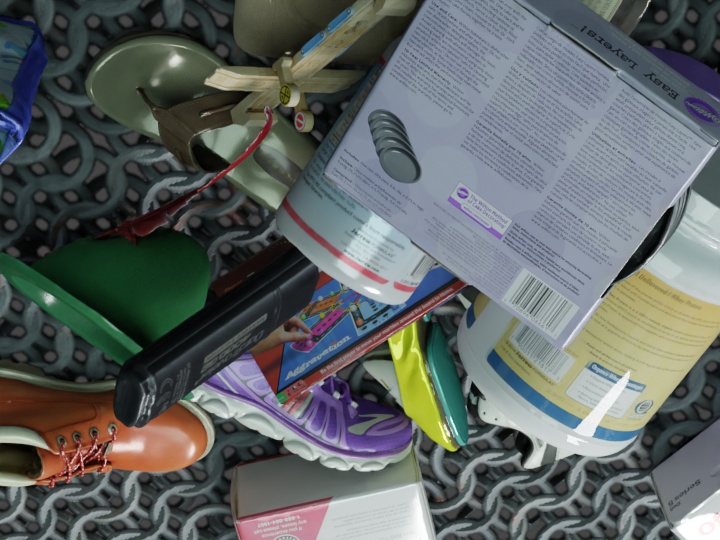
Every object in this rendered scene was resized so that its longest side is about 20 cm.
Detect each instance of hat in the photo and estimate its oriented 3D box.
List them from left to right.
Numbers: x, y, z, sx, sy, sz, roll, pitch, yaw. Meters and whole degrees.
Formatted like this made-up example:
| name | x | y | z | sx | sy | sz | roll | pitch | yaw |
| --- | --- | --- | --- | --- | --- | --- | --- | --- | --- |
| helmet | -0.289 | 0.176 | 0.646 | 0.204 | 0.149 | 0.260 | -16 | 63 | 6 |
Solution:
| name | x | y | z | sx | sy | sz | roll | pitch | yaw |
| --- | --- | --- | --- | --- | --- | --- | --- | --- | --- |
| hat | -0.132 | -0.023 | 1.337 | 0.176 | 0.200 | 0.166 | -55 | 135 | -11 |

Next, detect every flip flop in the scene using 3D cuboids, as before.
| name | x | y | z | sx | sy | sz | roll | pitch | yaw |
| --- | --- | --- | --- | --- | --- | --- | --- | --- | --- |
| flip flop | -0.099 | -0.095 | 1.322 | 0.200 | 0.058 | 0.081 | 35 | 109 | -21 |

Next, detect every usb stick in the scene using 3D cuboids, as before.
| name | x | y | z | sx | sy | sz | roll | pitch | yaw |
| --- | --- | --- | --- | --- | --- | --- | --- | --- | --- |
| usb stick | -0.093 | 0.042 | 1.266 | 0.033 | 0.200 | 0.055 | 33 | 129 | 18 |

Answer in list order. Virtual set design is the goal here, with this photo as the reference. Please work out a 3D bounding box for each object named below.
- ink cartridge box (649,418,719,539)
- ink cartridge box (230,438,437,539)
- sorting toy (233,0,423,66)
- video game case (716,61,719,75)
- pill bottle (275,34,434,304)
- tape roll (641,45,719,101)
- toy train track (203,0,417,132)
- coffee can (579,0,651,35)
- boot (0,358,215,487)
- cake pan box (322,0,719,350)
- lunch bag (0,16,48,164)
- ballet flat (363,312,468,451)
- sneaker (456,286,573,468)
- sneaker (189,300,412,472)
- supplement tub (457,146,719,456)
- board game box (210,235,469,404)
| name | x | y | z | sx | sy | sz | roll | pitch | yaw |
| --- | --- | --- | --- | --- | --- | --- | --- | --- | --- |
| ink cartridge box | 0.349 | 0.195 | 1.497 | 0.145 | 0.084 | 0.200 | -41 | 114 | 15 |
| ink cartridge box | -0.008 | 0.239 | 1.489 | 0.146 | 0.083 | 0.200 | -13 | 118 | 1 |
| sorting toy | 0.020 | -0.227 | 1.281 | 0.200 | 0.036 | 0.185 | 6 | 117 | -3 |
| video game case | 0.340 | -0.114 | 1.369 | 0.181 | 0.026 | 0.200 | 10 | 116 | -9 |
| pill bottle | 0.039 | -0.085 | 1.265 | 0.109 | 0.109 | 0.200 | 31 | 102 | -19 |
| tape roll | 0.191 | -0.055 | 1.346 | 0.200 | 0.066 | 0.200 | 2 | 115 | 5 |
| toy train track | -0.024 | -0.129 | 1.219 | 0.115 | 0.033 | 0.200 | -3 | 161 | -35 |
| coffee can | 0.086 | -0.237 | 1.173 | 0.200 | 0.146 | 0.146 | 18 | 115 | -8 |
| boot | -0.205 | 0.128 | 1.403 | 0.200 | 0.107 | 0.075 | 8 | 115 | -11 |
| cake pan box | 0.099 | -0.073 | 1.136 | 0.200 | 0.052 | 0.184 | 36 | 130 | 7 |
| lunch bag | -0.307 | -0.101 | 1.238 | 0.200 | 0.170 | 0.128 | -12 | 118 | 2 |
| ballet flat | 0.030 | 0.044 | 1.408 | 0.067 | 0.067 | 0.200 | -8 | 113 | 15 |
| sneaker | 0.109 | 0.072 | 1.417 | 0.088 | 0.076 | 0.200 | -31 | 115 | 11 |
| sneaker | -0.045 | 0.085 | 1.412 | 0.200 | 0.081 | 0.083 | 24 | 107 | -16 |
| supplement tub | 0.172 | 0.009 | 1.262 | 0.145 | 0.145 | 0.200 | 27 | 116 | -17 |
| board game box | 0.000 | 0.000 | 1.346 | 0.200 | 0.019 | 0.103 | -33 | 80 | 15 |
